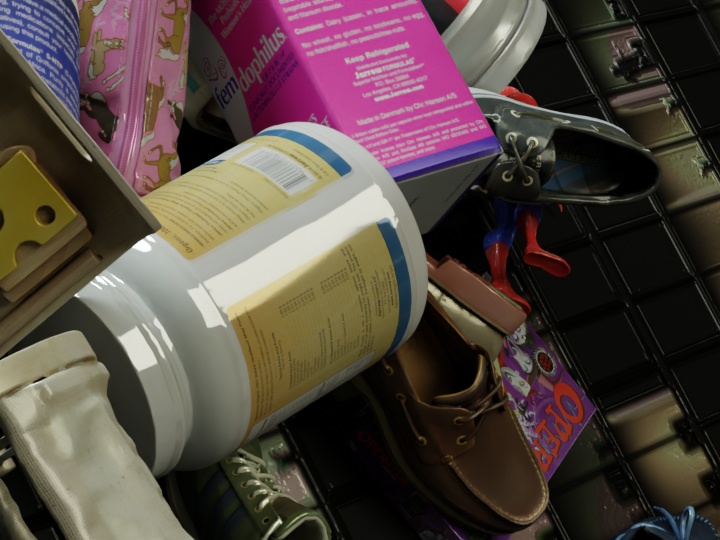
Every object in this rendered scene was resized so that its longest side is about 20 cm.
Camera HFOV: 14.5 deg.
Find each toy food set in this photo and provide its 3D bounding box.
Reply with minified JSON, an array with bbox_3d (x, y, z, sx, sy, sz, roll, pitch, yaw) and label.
[{"bbox_3d":[-0.217,-0.014,1.397,0.144,0.200,0.060,50,7,-8],"label":"toy food set"}]

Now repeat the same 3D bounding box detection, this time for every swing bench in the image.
[{"bbox_3d":[-0.145,0.154,1.331,0.130,0.200,0.199,-26,84,-54],"label":"swing bench"}]

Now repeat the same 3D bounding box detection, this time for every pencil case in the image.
[{"bbox_3d":[-0.130,-0.129,1.593,0.086,0.083,0.201,8,89,-60],"label":"pencil case"}]

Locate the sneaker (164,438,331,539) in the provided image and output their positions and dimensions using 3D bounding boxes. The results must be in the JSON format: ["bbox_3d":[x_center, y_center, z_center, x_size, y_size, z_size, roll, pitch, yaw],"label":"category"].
[{"bbox_3d":[-0.050,0.144,1.538,0.067,0.090,0.201,19,50,-39],"label":"sneaker"}]

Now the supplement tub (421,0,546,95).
[{"bbox_3d":[0.009,-0.193,1.816,0.200,0.140,0.141,41,39,-19],"label":"supplement tub"}]

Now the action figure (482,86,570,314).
[{"bbox_3d":[0.124,-0.046,1.887,0.099,0.065,0.200,27,36,-27],"label":"action figure"}]

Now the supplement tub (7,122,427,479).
[{"bbox_3d":[-0.077,0.019,1.526,0.200,0.145,0.145,-30,87,-35],"label":"supplement tub"}]

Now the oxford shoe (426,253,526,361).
[{"bbox_3d":[0.000,0.000,1.713,0.200,0.074,0.071,33,3,7],"label":"oxford shoe"}]

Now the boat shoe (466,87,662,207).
[{"bbox_3d":[0.104,-0.075,1.780,0.199,0.057,0.069,3,104,-34],"label":"boat shoe"}]

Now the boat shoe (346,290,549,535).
[{"bbox_3d":[0.050,0.077,1.656,0.072,0.067,0.200,-48,111,-30],"label":"boat shoe"}]

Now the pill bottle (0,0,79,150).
[{"bbox_3d":[-0.210,-0.109,1.521,0.119,0.120,0.201,25,47,-35],"label":"pill bottle"}]

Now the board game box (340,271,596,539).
[{"bbox_3d":[0.071,0.095,1.768,0.120,0.032,0.200,54,36,-10],"label":"board game box"}]

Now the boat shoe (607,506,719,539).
[{"bbox_3d":[0.185,0.199,1.782,0.200,0.069,0.084,-27,85,-54],"label":"boat shoe"}]

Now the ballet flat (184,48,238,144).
[{"bbox_3d":[-0.035,-0.088,1.742,0.200,0.069,0.070,17,51,-36],"label":"ballet flat"}]

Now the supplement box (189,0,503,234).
[{"bbox_3d":[-0.020,-0.119,1.649,0.103,0.101,0.200,-17,71,-33],"label":"supplement box"}]
